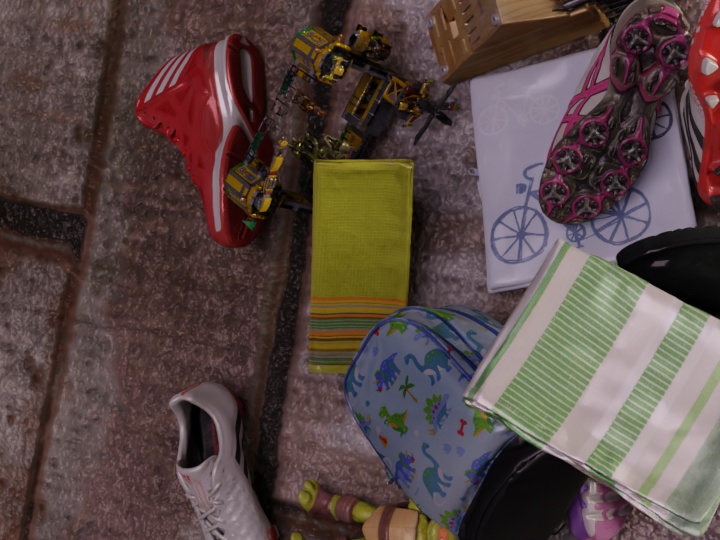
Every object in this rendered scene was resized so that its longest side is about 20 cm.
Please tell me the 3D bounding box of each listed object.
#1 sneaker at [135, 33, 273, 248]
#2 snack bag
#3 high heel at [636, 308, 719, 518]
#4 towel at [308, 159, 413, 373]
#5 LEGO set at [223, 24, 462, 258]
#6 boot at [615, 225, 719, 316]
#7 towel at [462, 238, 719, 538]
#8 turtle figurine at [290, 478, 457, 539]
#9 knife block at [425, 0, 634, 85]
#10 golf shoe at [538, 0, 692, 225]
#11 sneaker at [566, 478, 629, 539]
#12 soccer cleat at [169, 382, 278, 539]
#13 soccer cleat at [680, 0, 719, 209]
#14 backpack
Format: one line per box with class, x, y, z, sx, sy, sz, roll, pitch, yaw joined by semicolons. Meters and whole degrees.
sneaker;-0.146;-0.112;1.524;0.115;0.078;0.200;-9;71;33
snack bag;0.181;-0.092;1.383;0.188;0.021;0.200;-13;74;25
high heel;0.251;0.097;1.331;0.143;0.071;0.200;-43;45;47
towel;0.000;0.000;1.401;0.086;0.018;0.200;-2;116;-7
LEGO set;-0.010;-0.101;1.402;0.116;0.154;0.200;39;100;40
boot;0.299;0.052;1.247;0.198;0.073;0.163;0;70;-16
towel;0.195;0.083;1.202;0.200;0.023;0.153;30;82;14
turtle figurine;0.024;0.215;1.419;0.161;0.064;0.200;-2;74;30
knife block;0.169;-0.228;1.389;0.175;0.200;0.064;-9;78;-21
golf shoe;0.206;-0.129;1.334;0.073;0.092;0.200;25;110;-7
sneaker;0.167;0.125;1.355;0.088;0.080;0.200;-14;76;30
soccer cleat;-0.126;0.198;1.469;0.069;0.085;0.200;-15;80;24
soccer cleat;0.277;-0.141;1.270;0.069;0.085;0.200;-13;125;-6
backpack;0.081;0.113;1.312;0.163;0.154;0.200;-61;38;34
